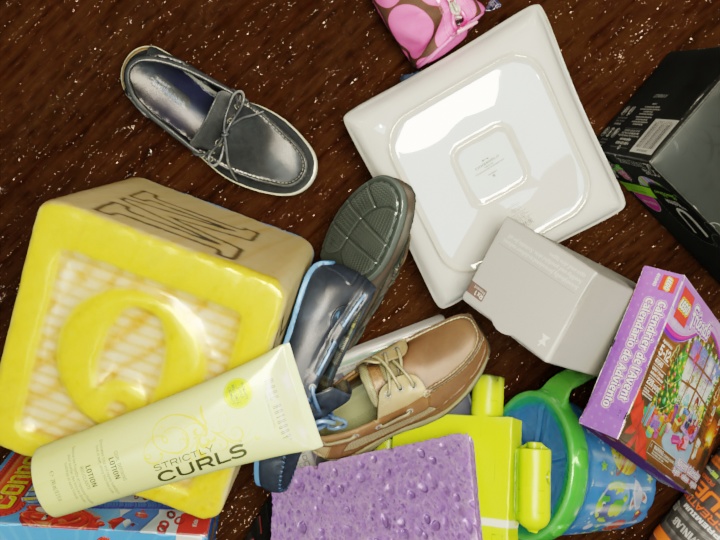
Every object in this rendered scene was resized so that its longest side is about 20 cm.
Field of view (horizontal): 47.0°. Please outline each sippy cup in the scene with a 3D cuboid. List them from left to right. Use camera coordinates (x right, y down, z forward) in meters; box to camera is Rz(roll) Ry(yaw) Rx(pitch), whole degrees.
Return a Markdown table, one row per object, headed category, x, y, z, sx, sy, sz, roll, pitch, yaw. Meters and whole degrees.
| category | x | y | z | sx | sy | sz | roll | pitch | yaw |
| --- | --- | --- | --- | --- | --- | --- | --- | --- | --- |
| sippy cup | 0.209 | 0.193 | 0.798 | 0.127 | 0.142 | 0.179 | 11 | 134 | -24 |

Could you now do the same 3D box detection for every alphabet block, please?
| category | x | y | z | sx | sy | sz | roll | pitch | yaw |
| --- | --- | --- | --- | --- | --- | --- | --- | --- | --- |
| alphabet block | -0.161 | 0.050 | 0.692 | 0.192 | 0.200 | 0.200 | 17 | 101 | -1 |

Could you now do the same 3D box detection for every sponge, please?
| category | x | y | z | sx | sy | sz | roll | pitch | yaw |
| --- | --- | --- | --- | --- | --- | --- | --- | --- | --- |
| sponge | 0.012 | 0.219 | 0.731 | 0.195 | 0.114 | 0.030 | -15 | 147 | 18 |

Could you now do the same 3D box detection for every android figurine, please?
| category | x | y | z | sx | sy | sz | roll | pitch | yaw |
| --- | --- | --- | --- | --- | --- | --- | --- | --- | --- |
| android figurine | 0.086 | 0.198 | 0.759 | 0.178 | 0.041 | 0.206 | -5 | 75 | 28 |

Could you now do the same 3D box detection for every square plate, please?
| category | x | y | z | sx | sy | sz | roll | pitch | yaw |
| --- | --- | --- | --- | --- | --- | --- | --- | --- | --- |
| square plate | 0.114 | -0.094 | 0.728 | 0.197 | 0.028 | 0.201 | -28 | 103 | 4 |

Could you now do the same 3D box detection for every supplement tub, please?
| category | x | y | z | sx | sy | sz | roll | pitch | yaw |
| --- | --- | --- | --- | --- | --- | --- | --- | --- | --- |
| supplement tub | 0.366 | 0.268 | 0.836 | 0.106 | 0.107 | 0.202 | 34 | 98 | -11 |

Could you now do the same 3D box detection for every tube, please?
| category | x | y | z | sx | sy | sz | roll | pitch | yaw |
| --- | --- | --- | --- | --- | --- | --- | --- | --- | --- |
| tube | -0.130 | 0.117 | 0.580 | 0.195 | 0.053 | 0.059 | -18 | 139 | 1 |

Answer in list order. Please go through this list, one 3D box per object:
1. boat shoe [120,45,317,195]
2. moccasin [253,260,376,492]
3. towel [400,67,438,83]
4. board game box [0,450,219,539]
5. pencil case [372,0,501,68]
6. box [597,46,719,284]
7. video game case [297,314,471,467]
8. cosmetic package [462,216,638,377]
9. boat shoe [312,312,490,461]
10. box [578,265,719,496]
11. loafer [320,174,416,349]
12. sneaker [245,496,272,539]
| category | x | y | z | sx | sy | sz | roll | pitch | yaw |
| --- | --- | --- | --- | --- | --- | --- | --- | --- | --- |
| boat shoe | -0.126 | -0.129 | 0.736 | 0.198 | 0.062 | 0.075 | 33 | 97 | -12 |
| moccasin | -0.038 | 0.096 | 0.698 | 0.067 | 0.080 | 0.205 | 17 | 99 | 8 |
| towel | 0.101 | -0.091 | 0.768 | 0.109 | 0.049 | 0.205 | -10 | 104 | -1 |
| board game box | -0.221 | 0.203 | 0.732 | 0.190 | 0.200 | 0.057 | 5 | 102 | -6 |
| pencil case | 0.028 | -0.278 | 0.698 | 0.090 | 0.094 | 0.201 | -37 | 102 | 4 |
| box | 0.331 | -0.081 | 0.734 | 0.199 | 0.149 | 0.125 | 40 | 96 | -12 |
| video game case | 0.020 | 0.163 | 0.831 | 0.195 | 0.023 | 0.186 | -20 | 103 | 0 |
| cosmetic package | 0.192 | 0.034 | 0.724 | 0.198 | 0.106 | 0.092 | 22 | 102 | -49 |
| boat shoe | 0.027 | 0.109 | 0.750 | 0.199 | 0.076 | 0.074 | -38 | 148 | 12 |
| box | 0.266 | 0.101 | 0.709 | 0.199 | 0.039 | 0.139 | 34 | 78 | -45 |
| loafer | 0.000 | 0.000 | 0.755 | 0.072 | 0.062 | 0.202 | 47 | 122 | 29 |
| sneaker | -0.081 | 0.297 | 0.835 | 0.086 | 0.074 | 0.201 | 33 | 111 | -26 |
